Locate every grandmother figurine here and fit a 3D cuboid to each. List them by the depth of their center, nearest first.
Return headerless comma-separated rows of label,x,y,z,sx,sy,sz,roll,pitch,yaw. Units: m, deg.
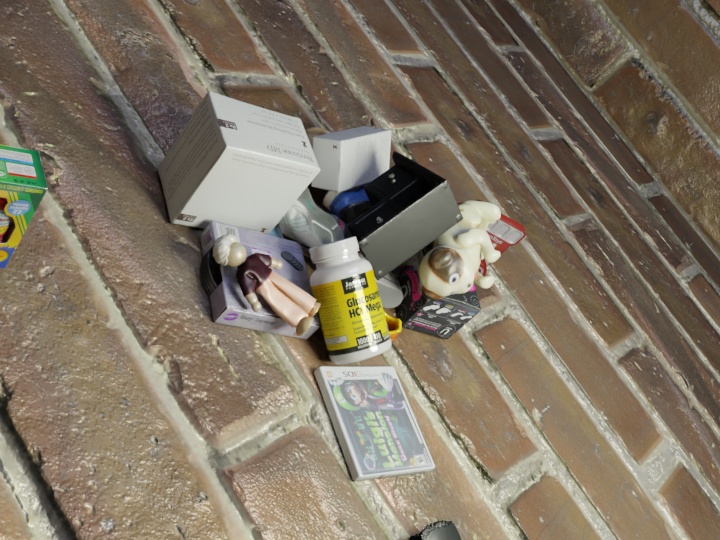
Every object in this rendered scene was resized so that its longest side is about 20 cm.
grandmother figurine,-0.156,0.014,1.362,0.200,0.061,0.122,40,27,-12

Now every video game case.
video game case,0.025,0.253,1.424,0.181,0.023,0.202,6,51,-43

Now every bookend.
bookend,0.052,-0.108,1.570,0.200,0.198,0.093,42,-16,55

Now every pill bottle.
pill bottle,-0.023,0.049,1.440,0.112,0.112,0.202,-20,96,-53

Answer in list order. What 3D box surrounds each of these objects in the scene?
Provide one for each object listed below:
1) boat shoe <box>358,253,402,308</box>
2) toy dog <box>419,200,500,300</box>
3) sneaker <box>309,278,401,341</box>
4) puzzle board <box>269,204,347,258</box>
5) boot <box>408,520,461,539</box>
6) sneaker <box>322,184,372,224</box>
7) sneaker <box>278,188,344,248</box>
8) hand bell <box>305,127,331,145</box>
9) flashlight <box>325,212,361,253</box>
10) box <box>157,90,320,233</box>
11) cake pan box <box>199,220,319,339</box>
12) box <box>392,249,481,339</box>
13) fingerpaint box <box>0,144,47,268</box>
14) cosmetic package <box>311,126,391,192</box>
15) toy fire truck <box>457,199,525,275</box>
boat shoe,0.000,0.000,1.610,0.199,0.072,0.066,26,35,-23
toy dog,0.171,-0.036,1.576,0.192,0.140,0.201,22,40,-2
sneaker,-0.010,0.063,1.533,0.199,0.077,0.073,31,39,-18
puzzle board,-0.099,-0.084,1.639,0.199,0.017,0.152,24,40,-28
boot,0.165,0.472,1.313,0.197,0.073,0.163,2,50,-44
sneaker,0.020,-0.130,1.734,0.111,0.077,0.199,43,28,20
sneaker,-0.099,-0.082,1.548,0.070,0.080,0.201,-13,59,-49
hand bell,-0.113,-0.191,1.669,0.104,0.104,0.201,38,40,-11
flashlight,-0.001,-0.058,1.639,0.198,0.069,0.068,14,13,-33
box,-0.212,-0.174,1.450,0.197,0.200,0.132,9,48,-41
cake pan box,-0.174,0.016,1.431,0.199,0.052,0.186,13,44,-38
box,0.140,0.019,1.700,0.131,0.115,0.202,17,44,-31
fingerpaint box,-0.526,-0.086,1.062,0.199,0.167,0.074,7,47,-43
cosmetic package,-0.016,-0.228,1.694,0.071,0.103,0.199,13,20,28
toy fire truck,0.244,-0.084,1.864,0.199,0.168,0.113,27,38,-25
